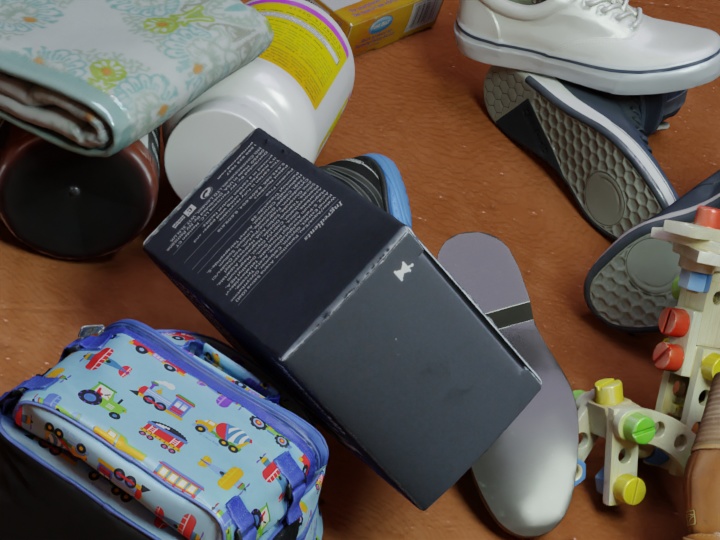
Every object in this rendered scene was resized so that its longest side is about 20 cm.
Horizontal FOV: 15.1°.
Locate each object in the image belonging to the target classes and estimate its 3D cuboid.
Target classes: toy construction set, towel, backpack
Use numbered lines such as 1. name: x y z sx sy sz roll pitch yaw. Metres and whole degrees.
1. toy construction set: 0.195 0.050 1.698 0.130 0.201 0.092 9 20 -31
2. towel: -0.180 -0.152 1.696 0.199 0.048 0.171 26 43 22
3. backpack: -0.100 0.108 1.510 0.182 0.135 0.200 34 35 15

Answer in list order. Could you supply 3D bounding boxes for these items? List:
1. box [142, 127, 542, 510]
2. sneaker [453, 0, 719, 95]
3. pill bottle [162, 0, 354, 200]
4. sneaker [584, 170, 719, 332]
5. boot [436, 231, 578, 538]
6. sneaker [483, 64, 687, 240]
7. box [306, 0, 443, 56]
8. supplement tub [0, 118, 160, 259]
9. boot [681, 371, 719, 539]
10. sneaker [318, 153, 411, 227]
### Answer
1. box: -0.013 0.025 1.577 0.148 0.104 0.200 48 -7 -32
2. sneaker: 0.163 -0.176 1.942 0.199 0.071 0.073 8 38 10
3. pill bottle: -0.070 -0.105 1.792 0.104 0.105 0.200 23 25 1
4. sneaker: 0.250 -0.037 1.852 0.077 0.202 0.146 56 21 -7
5. boot: 0.088 0.080 1.700 0.073 0.076 0.201 -7 63 -11
6. sneaker: 0.204 -0.098 1.976 0.146 0.077 0.202 -13 48 -35
7. box: -0.044 -0.241 2.061 0.200 0.042 0.119 41 40 21
8. supplement tub: -0.181 -0.106 1.761 0.106 0.107 0.201 12 38 -13
9. boot: 0.276 0.164 1.656 0.199 0.074 0.156 20 69 -20
10. sneaker: 0.000 -0.001 1.764 0.082 0.071 0.200 -5 41 -11
